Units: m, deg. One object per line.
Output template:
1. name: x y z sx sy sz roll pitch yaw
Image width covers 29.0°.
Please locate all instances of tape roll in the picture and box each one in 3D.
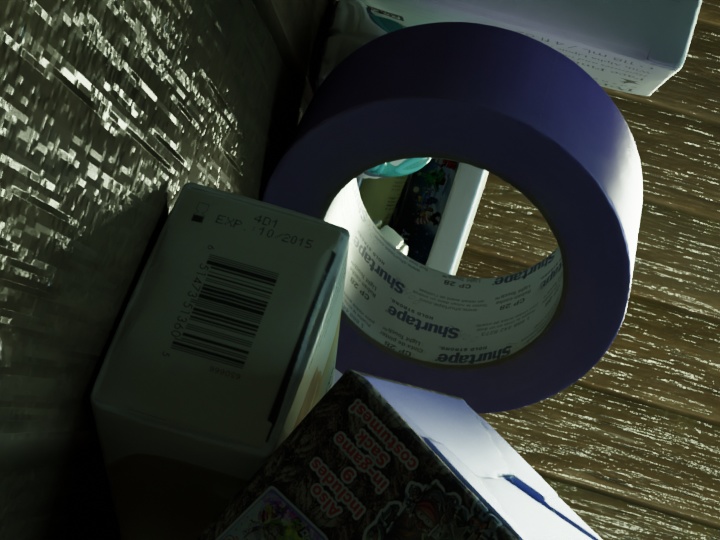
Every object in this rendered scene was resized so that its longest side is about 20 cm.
1. tape roll: 0.050 -0.025 0.753 0.085 0.198 0.201 -66 171 -52

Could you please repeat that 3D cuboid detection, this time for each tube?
1. tube: 0.008 -0.059 1.085 0.058 0.052 0.202 -1 114 -46

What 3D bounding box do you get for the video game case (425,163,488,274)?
1. video game case: 0.063 0.000 1.101 0.182 0.023 0.202 46 62 -84

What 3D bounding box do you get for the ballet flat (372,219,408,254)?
1. ballet flat: 0.000 0.000 0.978 0.067 0.068 0.200 -42 173 -9

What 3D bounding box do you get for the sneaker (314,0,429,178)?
1. sneaker: 0.027 -0.097 0.849 0.200 0.079 0.078 46 63 -75

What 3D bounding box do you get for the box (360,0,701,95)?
1. box: 0.110 -0.227 0.806 0.131 0.197 0.202 -10 116 -84

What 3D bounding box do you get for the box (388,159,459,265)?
1. box: 0.050 -0.104 1.144 0.137 0.037 0.202 -126 -128 -72

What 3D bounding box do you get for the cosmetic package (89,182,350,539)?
1. cosmetic package: -0.055 0.066 0.590 0.201 0.070 0.106 96 11 -60

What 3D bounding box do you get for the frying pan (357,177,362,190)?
1. frying pan: -0.008 -0.076 0.958 0.115 0.031 0.192 -45 147 -78

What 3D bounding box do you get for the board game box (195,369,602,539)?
1. board game box: -0.012 0.149 0.534 0.200 0.097 0.159 -48 160 5

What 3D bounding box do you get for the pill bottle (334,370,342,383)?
1. pill bottle: -0.017 0.130 0.909 0.201 0.109 0.110 108 2 -50
